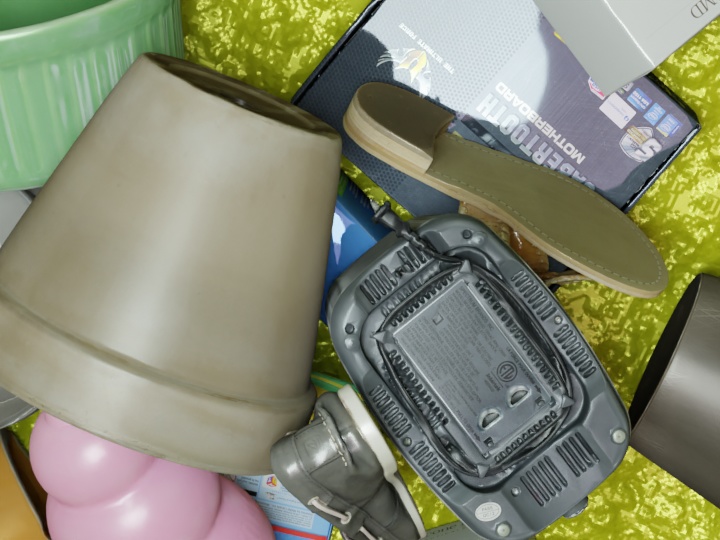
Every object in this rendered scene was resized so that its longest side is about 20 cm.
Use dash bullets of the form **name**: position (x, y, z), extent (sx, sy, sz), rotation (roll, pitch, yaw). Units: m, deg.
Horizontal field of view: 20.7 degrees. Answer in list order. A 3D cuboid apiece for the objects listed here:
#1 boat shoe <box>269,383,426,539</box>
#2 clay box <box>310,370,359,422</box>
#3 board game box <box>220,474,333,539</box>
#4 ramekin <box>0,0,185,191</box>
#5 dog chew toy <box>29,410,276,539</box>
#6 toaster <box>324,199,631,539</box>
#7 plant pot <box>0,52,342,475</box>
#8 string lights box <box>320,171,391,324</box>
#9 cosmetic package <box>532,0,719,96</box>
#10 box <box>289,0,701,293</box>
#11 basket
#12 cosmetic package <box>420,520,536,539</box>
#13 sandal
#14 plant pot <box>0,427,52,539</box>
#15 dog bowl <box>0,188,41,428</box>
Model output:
- **boat shoe**: position (-0.008, 0.113, 1.057), extent (0.057, 0.200, 0.067), rotation (-29, 68, -3)
- **clay box**: position (-0.065, 0.079, 1.205), extent (0.198, 0.115, 0.048), rotation (17, 79, 6)
- **board game box**: position (-0.101, 0.206, 1.289), extent (0.150, 0.037, 0.202), rotation (13, 103, 3)
- **ramekin**: position (-0.193, -0.125, 1.138), extent (0.198, 0.200, 0.098), rotation (-4, 117, 7)
- **dog chew toy**: position (-0.129, 0.145, 1.174), extent (0.124, 0.125, 0.201), rotation (-20, 125, 10)
- **toaster**: position (0.052, 0.046, 1.067), extent (0.113, 0.129, 0.200), rotation (-39, 97, -3)
- **plant pot**: position (-0.093, -0.013, 1.042), extent (0.199, 0.200, 0.175), rotation (24, 100, 0)
- **string lights box**: position (0.000, 0.000, 1.186), extent (0.059, 0.103, 0.200), rotation (-43, 96, 9)
- **cosmetic package**: position (0.129, -0.213, 1.115), extent (0.107, 0.085, 0.200), rotation (-40, 92, -14)
- **box**: position (0.081, -0.097, 1.190), extent (0.200, 0.051, 0.158), rotation (41, 105, -5)
- **basket**: position (0.269, 0.096, 1.179), extent (0.199, 0.136, 0.182), rotation (25, 101, 3)
- **cosmetic package**: position (0.060, 0.219, 1.191), extent (0.101, 0.200, 0.072), rotation (-20, 101, 10)
- **sandal**: position (0.076, -0.027, 1.155), extent (0.211, 0.078, 0.070), rotation (32, 125, 4)
- **plant pot**: position (-0.276, 0.194, 1.237), extent (0.182, 0.200, 0.201), rotation (-30, 99, -4)
- **dog bowl**: position (-0.248, 0.009, 1.213), extent (0.198, 0.059, 0.202), rotation (-2, 80, 10)
